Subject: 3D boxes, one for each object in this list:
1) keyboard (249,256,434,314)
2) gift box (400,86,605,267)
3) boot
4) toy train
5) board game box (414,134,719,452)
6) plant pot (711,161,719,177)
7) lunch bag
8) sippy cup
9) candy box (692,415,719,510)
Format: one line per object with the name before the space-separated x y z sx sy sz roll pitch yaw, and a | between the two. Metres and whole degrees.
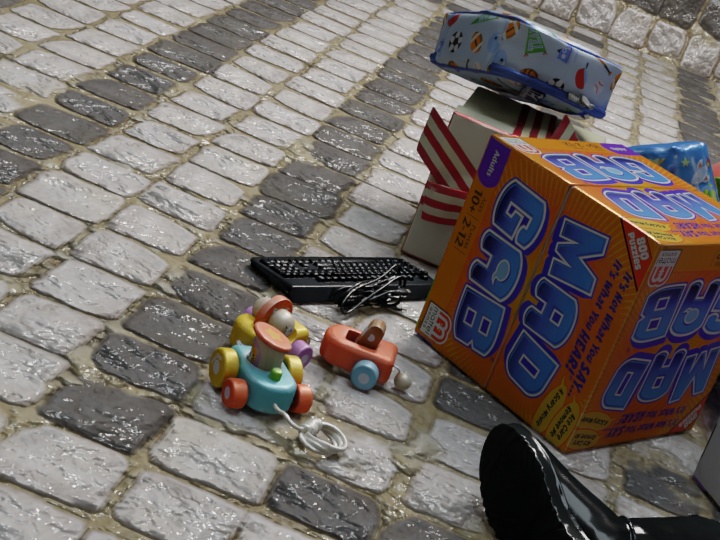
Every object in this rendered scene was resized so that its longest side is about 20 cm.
keyboard | 0.000 0.000 1.348 0.199 0.040 0.104 -2 30 -45
gift box | 0.151 -0.093 1.507 0.183 0.201 0.187 18 22 7
boot | 0.190 0.189 1.020 0.161 0.074 0.199 5 33 -30
toy train | -0.035 0.066 1.129 0.149 0.056 0.200 23 21 6
board game box | 0.210 0.015 1.284 0.199 0.201 0.200 -2 30 -45
plant pot | 0.442 -0.001 1.585 0.199 0.201 0.178 20 31 -3
lunch bag | 0.180 -0.218 1.540 0.159 0.076 0.200 20 6 -32
sippy cup | 0.309 -0.063 1.462 0.138 0.132 0.178 -5 6 15
candy box | 0.407 0.203 1.195 0.198 0.072 0.168 12 23 -22
